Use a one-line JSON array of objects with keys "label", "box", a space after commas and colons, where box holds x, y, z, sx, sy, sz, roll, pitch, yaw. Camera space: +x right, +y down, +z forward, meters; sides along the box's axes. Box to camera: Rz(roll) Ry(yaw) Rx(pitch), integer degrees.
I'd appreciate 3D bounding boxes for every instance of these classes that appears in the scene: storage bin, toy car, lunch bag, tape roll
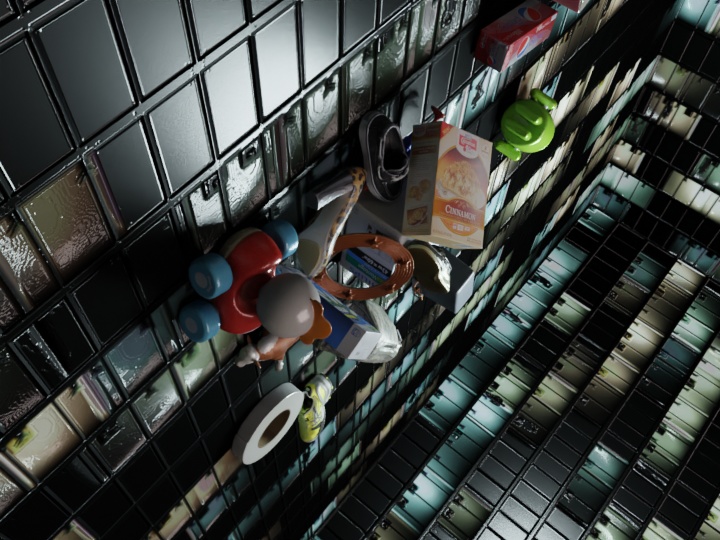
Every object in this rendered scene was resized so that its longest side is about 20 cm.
[{"label": "storage bin", "box": [0.224, 0.032, 2.064, 0.146, 0.134, 0.200, -49, 160, -16]}, {"label": "toy car", "box": [-0.130, 0.052, 1.142, 0.184, 0.200, 0.177, -32, 151, -48]}, {"label": "lunch bag", "box": [-0.010, 0.124, 1.605, 0.140, 0.167, 0.200, -55, 162, 3]}, {"label": "tape roll", "box": [-0.205, 0.342, 1.712, 0.203, 0.037, 0.203, -47, 161, -22]}]

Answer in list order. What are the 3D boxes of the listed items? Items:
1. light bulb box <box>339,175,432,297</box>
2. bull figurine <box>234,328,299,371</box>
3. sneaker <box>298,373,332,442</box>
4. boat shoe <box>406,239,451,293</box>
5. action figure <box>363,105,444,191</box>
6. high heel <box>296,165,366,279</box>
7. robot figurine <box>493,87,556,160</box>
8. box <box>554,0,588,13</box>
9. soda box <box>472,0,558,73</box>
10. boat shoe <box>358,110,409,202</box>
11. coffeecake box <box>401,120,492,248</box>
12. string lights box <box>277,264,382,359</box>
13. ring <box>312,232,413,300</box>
[{"label": "light bulb box", "box": [0.075, -0.091, 1.507, 0.198, 0.125, 0.200, -42, 159, -34]}, {"label": "bull figurine", "box": [-0.147, 0.120, 1.431, 0.200, 0.065, 0.122, -46, 164, -17]}, {"label": "sneaker", "box": [-0.128, 0.338, 1.856, 0.076, 0.075, 0.201, -23, 134, -44]}, {"label": "boat shoe", "box": [0.133, -0.019, 1.486, 0.201, 0.071, 0.066, 52, 48, -58]}, {"label": "action figure", "box": [0.075, -0.217, 1.414, 0.200, 0.052, 0.065, -46, 155, -10]}, {"label": "high heel", "box": [-0.043, -0.082, 1.326, 0.142, 0.071, 0.201, -36, 149, -40]}, {"label": "robot figurine", "box": [0.414, -0.354, 1.889, 0.176, 0.116, 0.200, -58, 161, 14]}, {"label": "box", "box": [0.296, -0.519, 1.191, 0.128, 0.200, 0.109, -51, 161, -9]}, {"label": "soda box", "box": [0.306, -0.466, 1.507, 0.200, 0.070, 0.064, -41, 158, -36]}, {"label": "boat shoe", "box": [0.051, -0.184, 1.317, 0.072, 0.068, 0.200, -41, 145, -22]}, {"label": "coffeecake box", "box": [0.158, -0.150, 1.384, 0.153, 0.073, 0.201, 10, 84, -44]}, {"label": "string lights box", "box": [-0.067, 0.073, 1.330, 0.059, 0.200, 0.103, -55, 162, 5]}, {"label": "ring", "box": [0.000, 0.000, 1.425, 0.201, 0.199, 0.019, 100, -10, -52]}]
